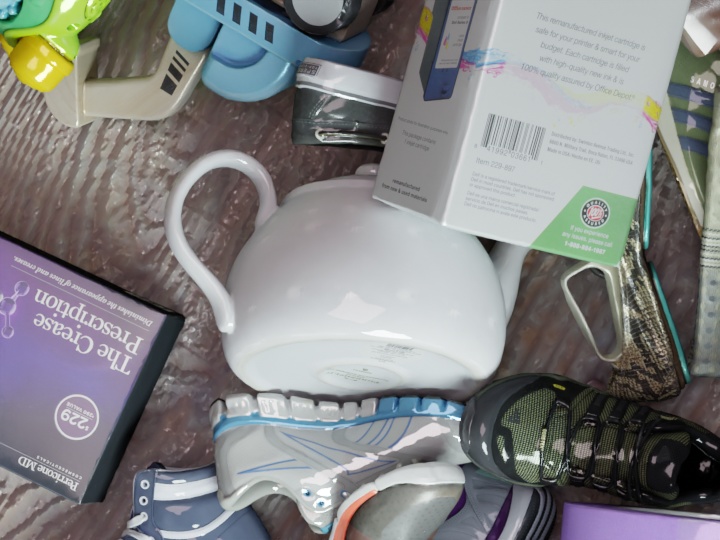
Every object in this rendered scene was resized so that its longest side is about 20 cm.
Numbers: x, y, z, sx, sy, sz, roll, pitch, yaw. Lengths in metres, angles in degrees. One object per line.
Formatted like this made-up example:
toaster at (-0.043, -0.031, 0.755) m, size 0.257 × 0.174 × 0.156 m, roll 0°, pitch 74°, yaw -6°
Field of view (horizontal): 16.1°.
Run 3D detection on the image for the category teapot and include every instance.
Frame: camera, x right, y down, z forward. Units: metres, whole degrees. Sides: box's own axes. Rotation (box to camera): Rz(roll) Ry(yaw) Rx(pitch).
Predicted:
teapot at (0.000, 0.000, 1.647) m, size 0.196 × 0.200 × 0.147 m, roll -5°, pitch 69°, yaw 22°

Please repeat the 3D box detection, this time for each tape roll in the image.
tape roll at (0.223, 0.186, 1.595) m, size 0.199 × 0.200 × 0.066 m, roll 6°, pitch 86°, yaw 6°

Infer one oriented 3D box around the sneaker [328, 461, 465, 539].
sneaker at (0.014, 0.200, 1.640) m, size 0.200 × 0.077 × 0.082 m, roll -53°, pitch 49°, yaw 38°

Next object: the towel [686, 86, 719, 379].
towel at (0.310, -0.023, 1.649) m, size 0.191 × 0.035 × 0.201 m, roll 3°, pitch 104°, yaw -7°

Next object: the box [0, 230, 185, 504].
box at (-0.240, 0.052, 1.716) m, size 0.199 × 0.079 × 0.142 m, roll 24°, pitch 91°, yaw 7°

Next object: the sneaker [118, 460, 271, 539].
sneaker at (-0.159, 0.197, 1.698) m, size 0.199 × 0.070 × 0.109 m, roll -24°, pitch 89°, yaw -3°

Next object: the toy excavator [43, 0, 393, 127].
toy excavator at (-0.099, -0.151, 1.691) m, size 0.194 × 0.100 × 0.201 m, roll 30°, pitch 111°, yaw 10°

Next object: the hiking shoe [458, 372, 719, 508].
hiking shoe at (0.161, 0.108, 1.622) m, size 0.199 × 0.101 × 0.076 m, roll 9°, pitch 86°, yaw -26°

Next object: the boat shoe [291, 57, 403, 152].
boat shoe at (0.046, -0.084, 1.640) m, size 0.199 × 0.069 × 0.057 m, roll 15°, pitch 87°, yaw -20°

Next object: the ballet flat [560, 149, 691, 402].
ballet flat at (0.166, -0.008, 1.664) m, size 0.075 × 0.068 × 0.201 m, roll -9°, pitch 102°, yaw 4°

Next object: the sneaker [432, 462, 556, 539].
sneaker at (0.051, 0.219, 1.687) m, size 0.087 × 0.074 × 0.201 m, roll 25°, pitch 82°, yaw 25°

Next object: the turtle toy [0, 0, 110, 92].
turtle toy at (-0.206, -0.211, 1.682) m, size 0.101 × 0.200 × 0.146 m, roll 40°, pitch 93°, yaw -21°

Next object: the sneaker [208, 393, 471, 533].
sneaker at (-0.002, 0.130, 1.667) m, size 0.199 × 0.075 × 0.087 m, roll -2°, pitch 67°, yaw 11°

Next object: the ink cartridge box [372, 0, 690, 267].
ink cartridge box at (0.109, -0.118, 1.568) m, size 0.145 × 0.087 × 0.201 m, roll 12°, pitch 97°, yaw -33°

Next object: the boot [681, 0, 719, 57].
boot at (0.286, -0.164, 1.647) m, size 0.199 × 0.064 × 0.187 m, roll -18°, pitch 70°, yaw -22°

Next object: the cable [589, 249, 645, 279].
cable at (0.150, -0.095, 1.713) m, size 0.097 × 0.050 × 0.201 m, roll -28°, pitch 96°, yaw -6°

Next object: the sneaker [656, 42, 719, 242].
sneaker at (0.240, -0.098, 1.679) m, size 0.089 × 0.067 × 0.201 m, roll -22°, pitch 82°, yaw 8°
